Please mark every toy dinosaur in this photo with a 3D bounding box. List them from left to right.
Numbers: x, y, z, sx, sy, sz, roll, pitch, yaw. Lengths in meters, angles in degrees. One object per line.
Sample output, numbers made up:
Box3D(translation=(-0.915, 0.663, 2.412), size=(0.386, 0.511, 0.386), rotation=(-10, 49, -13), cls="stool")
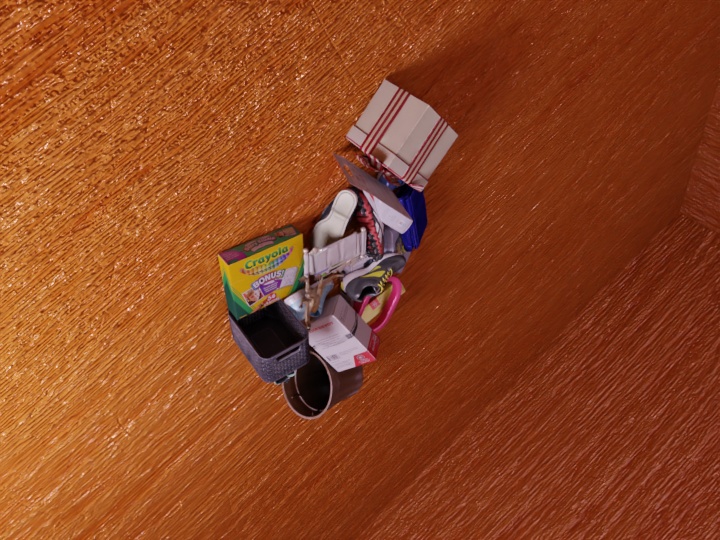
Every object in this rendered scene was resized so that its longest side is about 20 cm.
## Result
Box3D(translation=(-0.113, 0.054, 1.339), size=(0.102, 0.057, 0.201), rotation=(74, 34, -45), cls="toy dinosaur")

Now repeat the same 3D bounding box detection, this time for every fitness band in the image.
Box3D(translation=(0.048, 0.099, 1.569), size=(0.143, 0.037, 0.202), rotation=(14, 107, -43), cls="fitness band")

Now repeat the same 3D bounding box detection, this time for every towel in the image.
Box3D(translation=(0.151, -0.167, 1.487), size=(0.148, 0.049, 0.201), rotation=(-59, 150, -35), cls="towel")

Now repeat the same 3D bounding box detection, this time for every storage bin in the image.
Box3D(translation=(-0.226, 0.160, 1.324), size=(0.134, 0.200, 0.095), rotation=(-25, 140, -27), cls="storage bin")

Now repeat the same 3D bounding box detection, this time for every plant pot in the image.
Box3D(translation=(-0.104, 0.332, 1.639), size=(0.197, 0.200, 0.202), rotation=(-1, 125, -55), cls="plant pot")

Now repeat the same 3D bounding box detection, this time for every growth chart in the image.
Box3D(translation=(-0.063, -0.037, 1.352), size=(0.198, 0.018, 0.146), rotation=(-24, 149, -27), cls="growth chart")

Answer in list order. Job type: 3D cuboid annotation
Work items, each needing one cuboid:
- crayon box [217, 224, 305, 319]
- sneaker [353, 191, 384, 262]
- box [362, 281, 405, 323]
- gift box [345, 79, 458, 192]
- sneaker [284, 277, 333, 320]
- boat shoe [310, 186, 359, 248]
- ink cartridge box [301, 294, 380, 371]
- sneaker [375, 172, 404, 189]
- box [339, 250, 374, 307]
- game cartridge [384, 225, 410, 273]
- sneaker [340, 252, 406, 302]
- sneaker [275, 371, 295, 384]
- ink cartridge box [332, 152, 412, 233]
Box3D(translation=(-0.232, 0.003, 1.291), size=(0.199, 0.058, 0.174), rotation=(-27, 140, -29), cls="crayon box")
Box3D(translation=(0.036, -0.124, 1.408), size=(0.098, 0.070, 0.203), rotation=(-34, 119, -32), cls="sneaker")
Box3D(translation=(0.040, 0.099, 1.648), size=(0.199, 0.075, 0.050), rotation=(-37, 111, -13), cls="box")
Box3D(translation=(0.096, -0.298, 1.240), size=(0.184, 0.200, 0.188), rotation=(23, 108, -48), cls="gift box")
Box3D(translation=(-0.125, 0.082, 1.420), size=(0.074, 0.083, 0.199), rotation=(-29, 179, 34), cls="sneaker")
Box3D(translation=(-0.061, -0.132, 1.337), size=(0.200, 0.074, 0.066), rotation=(-61, 180, 35), cls="boat shoe")
Box3D(translation=(-0.061, 0.177, 1.486), size=(0.143, 0.084, 0.200), rotation=(-23, 123, 32), cls="ink cartridge box")
Box3D(translation=(0.119, -0.265, 1.389), size=(0.200, 0.077, 0.076), rotation=(-44, 147, 5), cls="sneaker")
Box3D(translation=(0.000, 0.000, 1.532), size=(0.116, 0.060, 0.202), rotation=(-27, 140, -26), cls="box")
Box3D(translation=(0.110, -0.088, 1.541), size=(0.134, 0.040, 0.201), rotation=(-59, 151, -27), cls="game cartridge")
Box3D(translation=(0.047, 0.026, 1.468), size=(0.198, 0.085, 0.075), rotation=(-28, 142, -10), cls="sneaker")
Box3D(translation=(-0.188, 0.231, 1.503), size=(0.200, 0.118, 0.074), rotation=(-45, 143, -6), cls="sneaker")
Box3D(translation=(0.017, -0.181, 1.253), size=(0.199, 0.161, 0.047), rotation=(26, 114, -33), cls="ink cartridge box")
